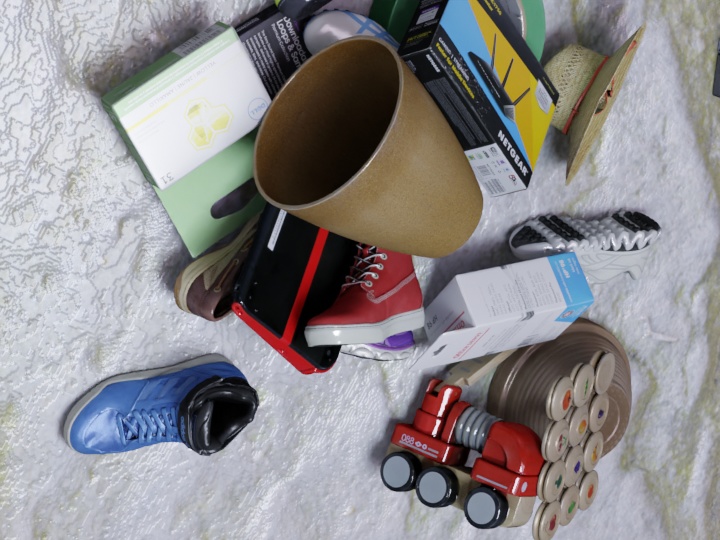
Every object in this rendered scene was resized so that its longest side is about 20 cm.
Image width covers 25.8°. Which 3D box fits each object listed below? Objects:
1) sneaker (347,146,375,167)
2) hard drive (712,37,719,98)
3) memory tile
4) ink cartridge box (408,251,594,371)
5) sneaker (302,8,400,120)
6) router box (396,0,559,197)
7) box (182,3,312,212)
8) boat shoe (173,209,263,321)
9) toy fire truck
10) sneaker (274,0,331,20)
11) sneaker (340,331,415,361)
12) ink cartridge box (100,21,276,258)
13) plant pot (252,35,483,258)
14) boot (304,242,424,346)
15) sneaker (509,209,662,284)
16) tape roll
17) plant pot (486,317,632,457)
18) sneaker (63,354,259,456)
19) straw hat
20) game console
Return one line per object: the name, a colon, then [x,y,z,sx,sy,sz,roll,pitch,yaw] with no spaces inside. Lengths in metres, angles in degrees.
sneaker: [0.035,-0.097,1.692,0.199,0.079,0.096,9,117,-37]
hard drive: [0.525,-0.279,1.918,0.198,0.038,0.141,-4,108,-27]
memory tile: [0.245,0.200,1.794,0.153,0.017,0.202,-22,121,-53]
ink cartridge box: [0.147,0.046,1.772,0.198,0.116,0.067,-11,69,-25]
sneaker: [0.026,-0.196,1.605,0.199,0.073,0.072,35,104,-24]
router box: [0.123,-0.199,1.619,0.200,0.051,0.150,51,44,-32]
box: [-0.116,-0.172,1.607,0.199,0.036,0.144,-33,120,-14]
boat shoe: [-0.099,-0.011,1.633,0.199,0.072,0.073,-34,131,-30]
toy fire truck: [0.140,0.177,1.797,0.128,0.175,0.202,12,96,-59]
sneaker: [-0.024,-0.328,1.580,0.200,0.072,0.083,-36,85,-32]
sneaker: [-0.017,0.049,1.717,0.199,0.080,0.084,18,86,-35]
ink cartridge box: [-0.148,-0.124,1.560,0.145,0.048,0.201,-35,119,-13]
plant pot: [0.027,-0.099,1.544,0.200,0.186,0.187,35,89,-41]
boot: [0.000,0.000,1.613,0.200,0.072,0.146,-18,105,-60]
sneaker: [0.263,-0.020,1.849,0.198,0.075,0.082,-2,120,-26]
tape roll: [0.104,-0.253,1.691,0.199,0.048,0.202,-10,111,-26]
plant pot: [0.259,0.164,1.895,0.199,0.093,0.203,-9,110,-26]
sneaker: [-0.201,0.153,1.628,0.198,0.111,0.077,-16,114,-23]
straw hat: [0.238,-0.203,1.756,0.085,0.201,0.202,27,94,9]
game console: [-0.055,-0.010,1.618,0.177,0.031,0.201,43,57,-45]
